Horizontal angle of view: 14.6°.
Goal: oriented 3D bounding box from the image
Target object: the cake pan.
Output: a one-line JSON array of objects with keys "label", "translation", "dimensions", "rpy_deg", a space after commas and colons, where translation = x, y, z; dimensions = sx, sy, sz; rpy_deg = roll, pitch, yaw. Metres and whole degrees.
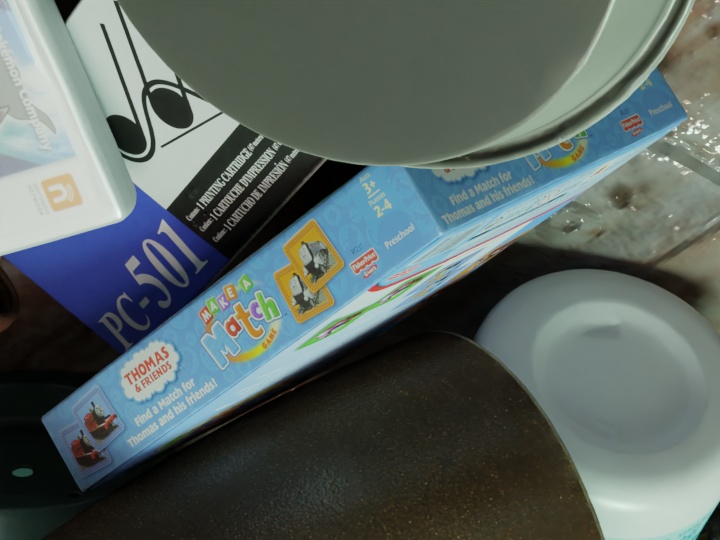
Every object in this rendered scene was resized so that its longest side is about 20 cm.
[{"label": "cake pan", "translation": [0.001, -0.116, 0.787], "dimensions": [0.200, 0.037, 0.201], "rpy_deg": [11, 119, 21]}]

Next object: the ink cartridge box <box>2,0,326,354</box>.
[{"label": "ink cartridge box", "translation": [-0.064, -0.049, 0.942], "dimensions": [0.094, 0.044, 0.200], "rpy_deg": [39, 143, -4]}]

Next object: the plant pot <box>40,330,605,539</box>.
[{"label": "plant pot", "translation": [-0.038, 0.136, 0.991], "dimensions": [0.200, 0.187, 0.187], "rpy_deg": [-15, 149, -25]}]

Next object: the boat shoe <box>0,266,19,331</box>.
[{"label": "boat shoe", "translation": [-0.197, -0.033, 1.001], "dimensions": [0.072, 0.076, 0.200], "rpy_deg": [-25, 131, 23]}]

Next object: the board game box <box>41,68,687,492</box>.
[{"label": "board game box", "translation": [0.000, 0.000, 0.973], "dimensions": [0.200, 0.151, 0.037], "rpy_deg": [-37, 83, 40]}]

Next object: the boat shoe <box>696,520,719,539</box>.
[{"label": "boat shoe", "translation": [0.120, 0.167, 1.227], "dimensions": [0.066, 0.072, 0.201], "rpy_deg": [29, 132, -18]}]

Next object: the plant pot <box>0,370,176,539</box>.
[{"label": "plant pot", "translation": [-0.133, 0.123, 1.117], "dimensions": [0.200, 0.200, 0.135], "rpy_deg": [3, 115, 2]}]

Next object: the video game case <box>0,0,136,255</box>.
[{"label": "video game case", "translation": [-0.191, -0.082, 0.903], "dimensions": [0.182, 0.023, 0.200], "rpy_deg": [-16, 113, 16]}]

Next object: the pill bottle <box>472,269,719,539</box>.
[{"label": "pill bottle", "translation": [0.073, 0.098, 1.106], "dimensions": [0.110, 0.111, 0.200], "rpy_deg": [11, 142, -8]}]
